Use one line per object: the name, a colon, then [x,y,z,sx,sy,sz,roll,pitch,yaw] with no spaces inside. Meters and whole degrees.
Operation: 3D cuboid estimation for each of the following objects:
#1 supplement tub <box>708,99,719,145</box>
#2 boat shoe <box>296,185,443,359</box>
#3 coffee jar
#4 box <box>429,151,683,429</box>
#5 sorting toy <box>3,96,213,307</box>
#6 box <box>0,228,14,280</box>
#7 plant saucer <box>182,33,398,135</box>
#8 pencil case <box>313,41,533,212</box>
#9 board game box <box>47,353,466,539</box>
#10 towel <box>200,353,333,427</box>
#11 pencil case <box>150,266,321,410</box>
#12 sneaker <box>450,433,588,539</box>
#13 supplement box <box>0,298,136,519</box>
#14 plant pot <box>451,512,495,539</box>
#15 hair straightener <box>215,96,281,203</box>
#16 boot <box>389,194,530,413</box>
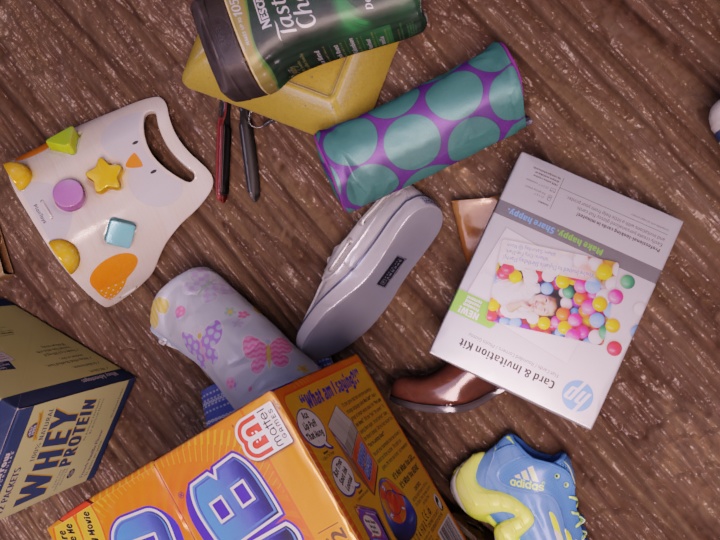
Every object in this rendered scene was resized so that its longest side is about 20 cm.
supplement tub: [0.388,-0.075,0.649,0.145,0.145,0.200,-26,85,15]
boat shoe: [0.000,0.000,0.812,0.200,0.074,0.065,-48,50,8]
coffee jar: [-0.048,-0.231,0.734,0.200,0.085,0.104,-21,88,6]
box: [0.172,0.016,0.728,0.156,0.041,0.200,25,88,7]
sorting toy: [-0.262,-0.096,0.877,0.180,0.107,0.200,-33,82,-5]
box: [-0.522,-0.038,0.978,0.200,0.021,0.164,-20,86,15]
plant saucer: [-0.061,-0.248,0.802,0.200,0.048,0.200,21,92,5]
pencil case: [0.057,-0.132,0.764,0.200,0.092,0.085,-25,116,5]
board game box: [-0.060,0.208,0.617,0.200,0.200,0.200,-32,82,14]
towel: [-0.070,0.177,0.794,0.145,0.024,0.200,-22,56,0]
pencil case: [-0.124,0.079,0.805,0.091,0.083,0.200,-37,56,-26]
sneaker: [0.182,0.235,0.756,0.200,0.076,0.105,42,101,12]
supplement box: [-0.390,0.138,0.853,0.200,0.200,0.134,27,99,14]
plant pot: [0.072,0.345,0.739,0.200,0.200,0.198,44,96,11]
hair straightener: [-0.111,-0.170,0.853,0.077,0.041,0.200,1,87,5]
boot: [0.108,0.030,0.775,0.188,0.068,0.200,-9,88,17]
